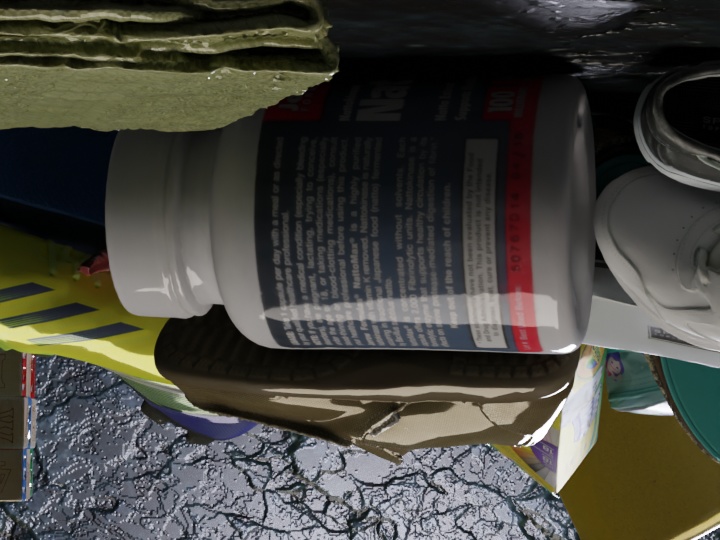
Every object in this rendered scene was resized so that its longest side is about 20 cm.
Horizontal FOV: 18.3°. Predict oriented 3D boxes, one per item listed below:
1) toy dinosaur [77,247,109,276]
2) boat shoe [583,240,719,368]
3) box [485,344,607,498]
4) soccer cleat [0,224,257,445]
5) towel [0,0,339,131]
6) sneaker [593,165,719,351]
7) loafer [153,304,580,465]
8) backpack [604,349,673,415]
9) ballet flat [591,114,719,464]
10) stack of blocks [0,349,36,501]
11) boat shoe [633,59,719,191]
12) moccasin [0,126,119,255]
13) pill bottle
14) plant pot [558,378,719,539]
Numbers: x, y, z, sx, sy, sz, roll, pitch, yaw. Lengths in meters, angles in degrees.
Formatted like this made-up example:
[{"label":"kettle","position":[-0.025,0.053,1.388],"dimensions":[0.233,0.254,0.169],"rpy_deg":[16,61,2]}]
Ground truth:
[{"label":"toy dinosaur","position":[0.000,0.000,1.091],"dimensions":[0.181,0.200,0.105],"rpy_deg":[45,173,11]},{"label":"boat shoe","position":[0.174,0.008,1.015],"dimensions":[0.199,0.064,0.071],"rpy_deg":[12,156,7]},{"label":"box","position":[0.076,0.047,1.221],"dimensions":[0.117,0.048,0.200],"rpy_deg":[36,157,19]},{"label":"soccer cleat","position":[-0.118,0.018,1.103],"dimensions":[0.200,0.065,0.084],"rpy_deg":[30,129,-28]},{"label":"towel","position":[-0.095,-0.076,0.795],"dimensions":[0.147,0.037,0.200],"rpy_deg":[1,176,-15]},{"label":"sneaker","position":[0.184,0.007,0.922],"dimensions":[0.199,0.078,0.099],"rpy_deg":[29,173,17]},{"label":"loafer","position":[0.002,0.052,1.021],"dimensions":[0.199,0.068,0.076],"rpy_deg":[5,-139,16]},{"label":"backpack","position":[0.193,0.003,1.246],"dimensions":[0.176,0.152,0.200],"rpy_deg":[-11,166,15]},{"label":"ballet flat","position":[0.158,0.005,1.106],"dimensions":[0.068,0.201,0.075],"rpy_deg":[-27,-157,9]},{"label":"stack of blocks","position":[-0.217,0.030,1.285],"dimensions":[0.058,0.201,0.115],"rpy_deg":[0,176,-4]},{"label":"boat shoe","position":[0.208,-0.048,0.891],"dimensions":[0.199,0.073,0.071],"rpy_deg":[2,-178,7]},{"label":"moccasin","position":[-0.123,-0.037,1.139],"dimensions":[0.199,0.081,0.068],"rpy_deg":[25,157,-25]},{"label":"pill bottle","position":[-0.003,-0.024,0.964],"dimensions":[0.199,0.120,0.120],"rpy_deg":[0,177,12]},{"label":"plant pot","position":[0.230,0.054,1.455],"dimensions":[0.176,0.201,0.200],"rpy_deg":[-22,-174,44]}]
